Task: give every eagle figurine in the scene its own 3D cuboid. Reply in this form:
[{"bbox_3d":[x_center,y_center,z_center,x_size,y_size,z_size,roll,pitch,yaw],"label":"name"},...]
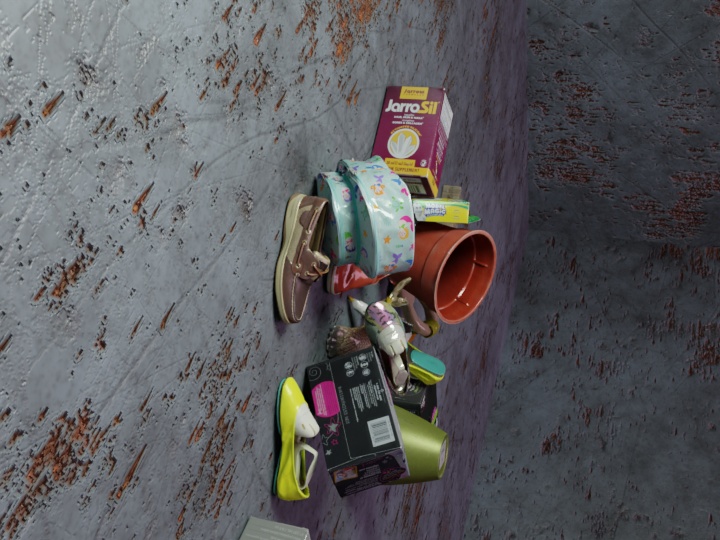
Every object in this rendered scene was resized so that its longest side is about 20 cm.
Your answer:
[{"bbox_3d":[0.026,0.107,1.440,0.200,0.148,0.154,-66,167,-66],"label":"eagle figurine"}]

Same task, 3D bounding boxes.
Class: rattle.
[{"bbox_3d":[0.088,0.081,1.753,0.200,0.142,0.131,44,52,-22],"label":"rattle"}]

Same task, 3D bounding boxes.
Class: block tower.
[{"bbox_3d":[0.242,-0.136,2.082,0.058,0.053,0.203,59,42,-62],"label":"block tower"}]

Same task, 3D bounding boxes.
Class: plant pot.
[{"bbox_3d":[0.152,-0.019,1.582,0.199,0.194,0.204,-24,127,-37],"label":"plant pot"},{"bbox_3d":[0.078,0.368,1.553,0.187,0.196,0.191,7,90,-70],"label":"plant pot"}]

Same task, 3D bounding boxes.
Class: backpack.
[{"bbox_3d":[0.011,-0.083,1.212,0.200,0.148,0.181,-136,-142,-56],"label":"backpack"}]

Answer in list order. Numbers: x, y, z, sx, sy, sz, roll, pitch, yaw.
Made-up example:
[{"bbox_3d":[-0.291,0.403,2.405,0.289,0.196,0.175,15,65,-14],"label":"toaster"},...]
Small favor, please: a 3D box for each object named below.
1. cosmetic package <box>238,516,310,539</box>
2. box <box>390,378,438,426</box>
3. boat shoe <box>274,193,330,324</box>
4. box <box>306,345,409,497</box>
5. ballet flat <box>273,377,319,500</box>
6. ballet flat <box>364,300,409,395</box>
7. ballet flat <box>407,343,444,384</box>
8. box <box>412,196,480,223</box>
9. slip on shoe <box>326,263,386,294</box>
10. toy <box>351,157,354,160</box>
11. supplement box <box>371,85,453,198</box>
[{"bbox_3d":[-0.149,0.472,1.071,0.201,0.105,0.091,-64,153,-48],"label":"cosmetic package"},{"bbox_3d":[0.106,0.328,1.734,0.149,0.122,0.203,-59,149,-53],"label":"box"},{"bbox_3d":[-0.082,-0.015,1.149,0.072,0.071,0.204,18,79,-70],"label":"boat shoe"},{"bbox_3d":[-0.003,0.256,1.267,0.116,0.130,0.202,74,-1,-51],"label":"box"},{"bbox_3d":[-0.100,0.275,1.204,0.067,0.066,0.204,-13,108,-69],"label":"ballet flat"},{"bbox_3d":[0.058,0.144,1.320,0.071,0.068,0.202,-124,-165,-52],"label":"ballet flat"},{"bbox_3d":[0.093,0.188,1.622,0.067,0.198,0.067,-45,-164,43],"label":"ballet flat"},{"bbox_3d":[0.142,-0.126,1.532,0.117,0.196,0.049,-110,-156,-81],"label":"box"},{"bbox_3d":[0.000,0.000,1.392,0.199,0.060,0.076,-18,116,-57],"label":"slip on shoe"},{"bbox_3d":[0.015,-0.111,1.437,0.201,0.046,0.117,62,38,-60],"label":"toy"},{"bbox_3d":[0.106,-0.263,1.526,0.103,0.129,0.204,51,48,-64],"label":"supplement box"}]
